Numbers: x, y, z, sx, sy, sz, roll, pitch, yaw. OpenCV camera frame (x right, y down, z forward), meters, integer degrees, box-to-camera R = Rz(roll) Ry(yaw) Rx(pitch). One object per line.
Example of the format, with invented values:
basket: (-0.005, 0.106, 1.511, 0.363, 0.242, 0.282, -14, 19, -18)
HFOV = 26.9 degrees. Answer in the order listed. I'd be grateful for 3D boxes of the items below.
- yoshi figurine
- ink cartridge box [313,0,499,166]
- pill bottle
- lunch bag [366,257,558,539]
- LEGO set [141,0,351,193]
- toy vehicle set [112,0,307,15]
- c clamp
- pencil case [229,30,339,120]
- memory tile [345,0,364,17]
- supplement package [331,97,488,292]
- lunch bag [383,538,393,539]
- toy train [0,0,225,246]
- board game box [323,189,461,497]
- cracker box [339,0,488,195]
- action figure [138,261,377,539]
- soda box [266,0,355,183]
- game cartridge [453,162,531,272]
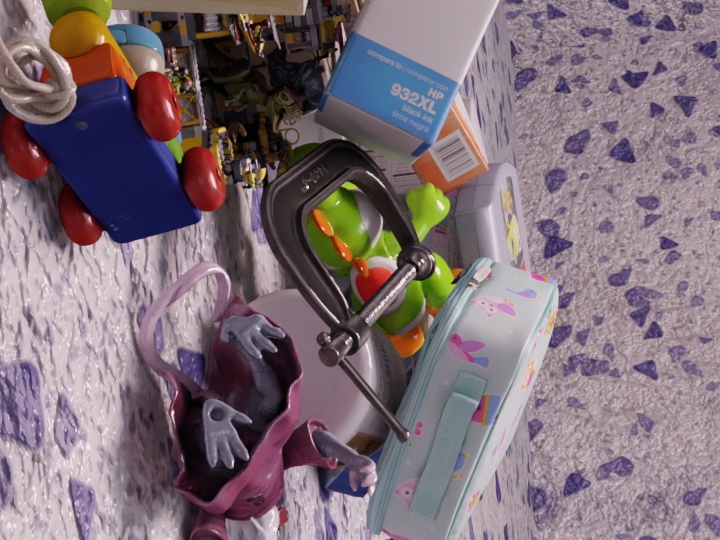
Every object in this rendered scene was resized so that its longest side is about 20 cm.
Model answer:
yoshi figurine: (0.002, -0.027, 1.128, 0.200, 0.112, 0.113, 46, 70, -41)
ink cartridge box: (0.048, -0.185, 1.053, 0.145, 0.083, 0.201, 148, -34, -86)
pill bottle: (-0.027, 0.083, 1.080, 0.200, 0.114, 0.115, 38, 47, -75)
lunch bag: (0.071, 0.093, 1.060, 0.160, 0.077, 0.201, -43, 153, -63)
LEGO set: (-0.062, -0.129, 1.004, 0.200, 0.115, 0.155, -14, 98, -79)
toy vehicle set: (-0.085, -0.219, 0.917, 0.200, 0.124, 0.027, -84, 174, -50)
c clamp: (0.000, 0.000, 0.997, 0.171, 0.027, 0.200, 51, 32, -10)
pencil case: (-0.064, -0.210, 1.109, 0.078, 0.089, 0.201, -71, 154, -50)
memory tile: (-0.031, -0.313, 1.212, 0.153, 0.017, 0.201, -102, 177, -58)
supplement package: (0.048, -0.048, 1.429, 0.200, 0.155, 0.111, 70, 18, -50)
lunch bag: (0.044, 0.337, 1.241, 0.168, 0.139, 0.201, -65, 148, -68)
toy train: (-0.136, -0.105, 0.734, 0.200, 0.084, 0.116, 64, 13, -60)
board game box: (0.031, 0.061, 1.292, 0.200, 0.043, 0.200, 128, -28, -46)
cracker box: (0.040, -0.166, 1.268, 0.134, 0.058, 0.200, 56, 11, -29)
action figure: (-0.081, 0.117, 0.921, 0.149, 0.134, 0.200, 43, -21, 22)
soda box: (-0.045, -0.146, 1.225, 0.064, 0.068, 0.201, -25, 108, -81)
game cartridge: (0.114, -0.022, 1.277, 0.200, 0.041, 0.134, -48, 126, -73)
